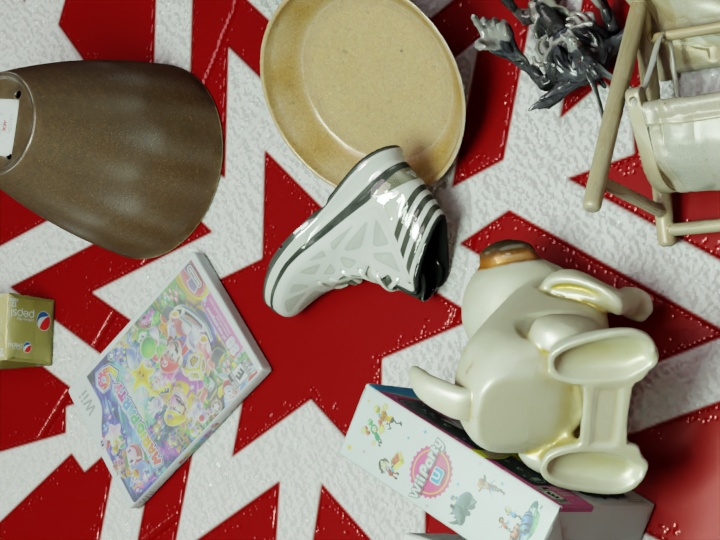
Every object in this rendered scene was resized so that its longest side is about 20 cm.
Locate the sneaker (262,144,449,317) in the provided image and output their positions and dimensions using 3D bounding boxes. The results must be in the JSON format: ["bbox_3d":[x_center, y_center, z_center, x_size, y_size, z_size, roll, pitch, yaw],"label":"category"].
[{"bbox_3d":[0.000,0.000,1.690,0.116,0.075,0.201,52,126,16],"label":"sneaker"}]

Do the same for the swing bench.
[{"bbox_3d":[0.282,-0.135,1.467,0.198,0.129,0.202,-5,75,37],"label":"swing bench"}]

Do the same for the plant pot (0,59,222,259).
[{"bbox_3d":[-0.260,-0.116,1.825,0.186,0.199,0.189,-6,80,36],"label":"plant pot"}]

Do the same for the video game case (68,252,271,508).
[{"bbox_3d":[-0.180,0.102,1.845,0.200,0.018,0.144,-46,59,23],"label":"video game case"}]

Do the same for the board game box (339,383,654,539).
[{"bbox_3d":[0.105,0.162,1.540,0.199,0.147,0.065,29,101,36],"label":"board game box"}]

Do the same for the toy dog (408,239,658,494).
[{"bbox_3d":[0.132,0.065,1.525,0.192,0.200,0.141,-8,118,2],"label":"toy dog"}]

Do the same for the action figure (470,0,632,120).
[{"bbox_3d":[0.143,-0.210,1.598,0.119,0.102,0.201,-42,58,11],"label":"action figure"}]

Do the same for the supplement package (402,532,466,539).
[{"bbox_3d":[0.130,0.283,1.518,0.199,0.121,0.121,14,92,38],"label":"supplement package"}]

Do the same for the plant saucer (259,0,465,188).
[{"bbox_3d":[0.007,-0.158,1.689,0.199,0.035,0.202,15,122,25],"label":"plant saucer"}]

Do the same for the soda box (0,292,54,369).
[{"bbox_3d":[-0.397,0.065,1.987,0.199,0.064,0.068,-6,79,37],"label":"soda box"}]
